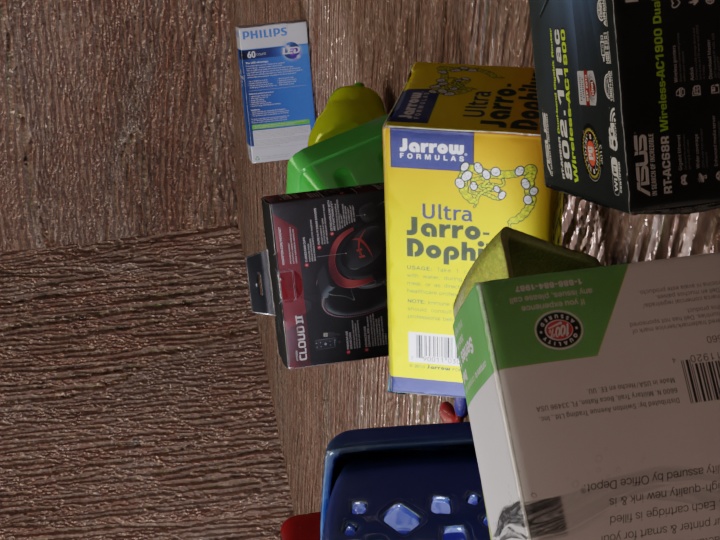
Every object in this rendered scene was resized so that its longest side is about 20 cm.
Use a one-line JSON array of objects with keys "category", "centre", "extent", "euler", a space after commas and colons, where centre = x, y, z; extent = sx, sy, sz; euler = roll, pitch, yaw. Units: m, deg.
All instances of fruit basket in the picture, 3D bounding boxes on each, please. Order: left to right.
[{"category": "fruit basket", "centre": [-0.016, -0.104, 1.578], "extent": [0.216, 0.155, 0.216], "euler": [56, 160, 32]}]

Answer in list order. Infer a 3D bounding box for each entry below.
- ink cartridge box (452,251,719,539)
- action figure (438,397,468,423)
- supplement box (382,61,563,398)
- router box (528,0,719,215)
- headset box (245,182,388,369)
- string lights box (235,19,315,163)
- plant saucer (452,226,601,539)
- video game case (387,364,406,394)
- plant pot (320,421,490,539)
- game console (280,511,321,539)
[{"category": "ink cartridge box", "centre": [0.135, 0.101, 0.708], "extent": [0.084, 0.146, 0.201], "euler": [112, 151, -71]}, {"category": "action figure", "centre": [0.093, 0.050, 1.197], "extent": [0.200, 0.065, 0.099], "euler": [98, 159, -61]}, {"category": "supplement box", "centre": [0.079, -0.025, 0.997], "extent": [0.109, 0.109, 0.201], "euler": [-68, -21, -58]}, {"category": "router box", "centre": [0.136, -0.136, 0.779], "extent": [0.150, 0.062, 0.201], "euler": [-137, 40, -78]}, {"category": "headset box", "centre": [0.000, 0.000, 1.318], "extent": [0.075, 0.199, 0.149], "euler": [-145, 48, -78]}, {"category": "string lights box", "centre": [-0.124, -0.266, 2.211], "extent": [0.059, 0.102, 0.201], "euler": [-131, 36, -75]}, {"category": "plant saucer", "centre": [0.109, 0.086, 0.862], "extent": [0.200, 0.048, 0.201], "euler": [12, -112, -65]}, {"category": "video game case", "centre": [0.058, -0.008, 1.220], "extent": [0.143, 0.018, 0.201], "euler": [-15, -69, -73]}, {"category": "plant pot", "centre": [0.059, 0.230, 1.160], "extent": [0.200, 0.199, 0.180], "euler": [93, 171, -47]}, {"category": "game console", "centre": [0.037, 0.305, 1.316], "extent": [0.119, 0.199, 0.173], "euler": [94, 166, -46]}]
